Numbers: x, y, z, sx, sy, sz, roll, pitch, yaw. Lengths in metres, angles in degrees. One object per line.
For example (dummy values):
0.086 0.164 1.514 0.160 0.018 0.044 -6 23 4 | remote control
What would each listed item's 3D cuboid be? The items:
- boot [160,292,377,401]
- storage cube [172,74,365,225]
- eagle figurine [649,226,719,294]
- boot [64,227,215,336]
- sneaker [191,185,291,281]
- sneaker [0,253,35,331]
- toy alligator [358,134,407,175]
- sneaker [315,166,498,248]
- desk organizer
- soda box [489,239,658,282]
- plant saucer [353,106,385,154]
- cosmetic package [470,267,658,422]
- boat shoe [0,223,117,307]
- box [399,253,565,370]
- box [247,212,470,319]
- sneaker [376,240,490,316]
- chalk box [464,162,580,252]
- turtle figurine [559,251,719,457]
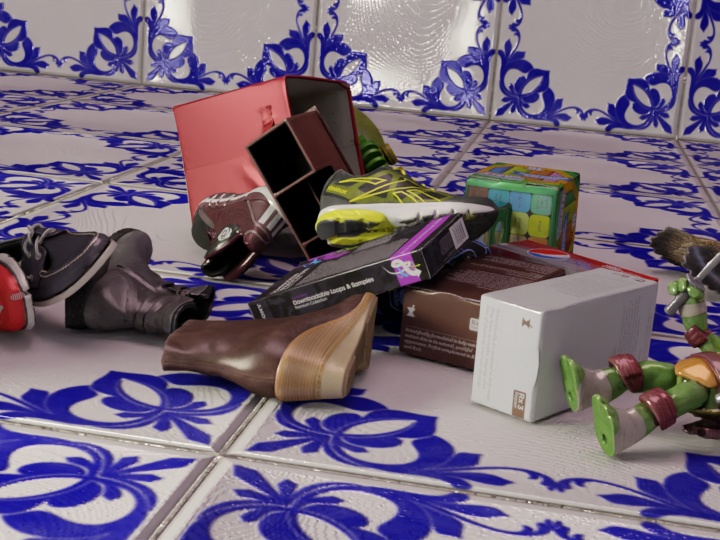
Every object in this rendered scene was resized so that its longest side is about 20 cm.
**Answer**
-0.075 0.055 1.103 0.165 0.073 0.200 9 18 9 | boot
-0.116 -0.149 1.601 0.178 0.173 0.200 -10 1 29 | storage cube
0.496 -0.025 1.592 0.199 0.152 0.152 -25 -28 -2 | eagle figurine
-0.207 0.020 1.242 0.130 0.070 0.200 7 26 5 | boot
-0.168 -0.034 1.458 0.199 0.076 0.116 -17 31 53 | sneaker
-0.380 0.027 1.153 0.199 0.078 0.085 7 23 40 | sneaker
0.038 -0.111 1.642 0.059 0.201 0.054 -30 -25 3 | toy alligator
0.050 -0.076 1.323 0.198 0.085 0.075 0 -29 -4 | sneaker
-0.044 -0.078 1.395 0.071 0.201 0.077 -29 1 28 | desk organizer
0.235 0.019 1.382 0.070 0.064 0.199 -7 19 -38 | soda box
-0.061 -0.151 1.745 0.198 0.201 0.031 5 36 0 | plant saucer
0.188 0.062 1.111 0.074 0.103 0.199 16 16 41 | cosmetic package
-0.308 -0.009 1.165 0.199 0.063 0.073 -14 34 45 | boat shoe
0.128 0.039 1.247 0.099 0.076 0.200 12 14 28 | box
0.000 0.000 1.249 0.199 0.036 0.143 -16 11 25 | box
0.093 0.009 1.351 0.078 0.071 0.199 4 18 44 | sneaker
0.202 -0.061 1.576 0.123 0.126 0.200 9 15 18 | chalk box
0.269 0.061 0.993 0.192 0.145 0.200 -16 -26 -10 | turtle figurine
